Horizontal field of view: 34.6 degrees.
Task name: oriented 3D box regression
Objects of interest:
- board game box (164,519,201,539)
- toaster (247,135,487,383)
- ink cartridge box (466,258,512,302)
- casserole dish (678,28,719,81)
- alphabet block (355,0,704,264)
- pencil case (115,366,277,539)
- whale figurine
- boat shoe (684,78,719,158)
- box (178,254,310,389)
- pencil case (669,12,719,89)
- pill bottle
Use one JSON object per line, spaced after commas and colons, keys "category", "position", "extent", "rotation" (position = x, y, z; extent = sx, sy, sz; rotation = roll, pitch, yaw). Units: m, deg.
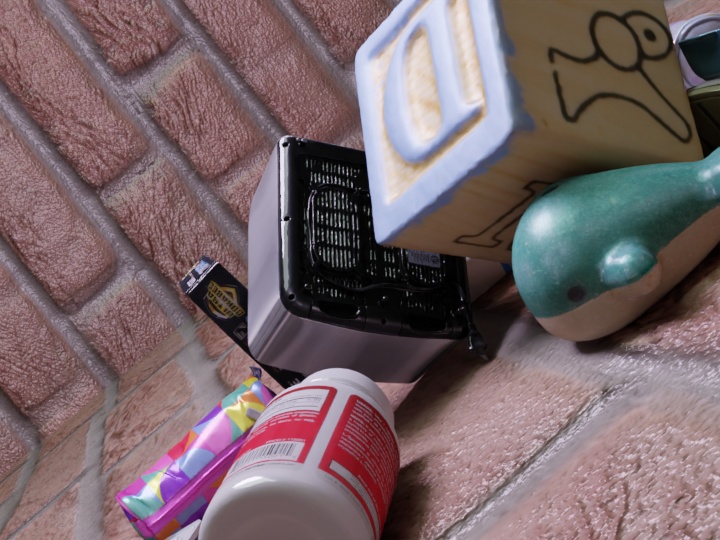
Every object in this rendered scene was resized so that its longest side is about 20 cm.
{"category": "board game box", "position": [-0.236, 0.325, 1.019], "extent": [0.199, 0.026, 0.200], "rotation": [-34, 10, 26]}
{"category": "toaster", "position": [0.000, 0.000, 1.018], "extent": [0.119, 0.179, 0.202], "rotation": [127, 146, -53]}
{"category": "ink cartridge box", "position": [0.060, -0.009, 1.159], "extent": [0.199, 0.116, 0.067], "rotation": [-39, -36, -1]}
{"category": "casserole dish", "position": [0.357, -0.190, 0.943], "extent": [0.198, 0.039, 0.121], "rotation": [-13, 4, -12]}
{"category": "alphabet block", "position": [0.132, -0.130, 0.953], "extent": [0.198, 0.198, 0.196], "rotation": [8, -26, -30]}
{"category": "pencil case", "position": [-0.148, 0.191, 1.155], "extent": [0.200, 0.089, 0.088], "rotation": [-43, 9, -12]}
{"category": "whale figurine", "position": [0.193, -0.038, 0.822], "extent": [0.199, 0.104, 0.159], "rotation": [-36, 9, 28]}
{"category": "boat shoe", "position": [0.290, -0.128, 0.979], "extent": [0.068, 0.075, 0.200], "rotation": [-47, 12, -26]}
{"category": "box", "position": [-0.091, 0.068, 1.138], "extent": [0.050, 0.200, 0.198], "rotation": [-47, 10, -6]}
{"category": "pencil case", "position": [0.344, -0.227, 1.230], "extent": [0.091, 0.083, 0.200], "rotation": [-40, 8, 2]}
{"category": "pill bottle", "position": [-0.032, 0.146, 0.799], "extent": [0.112, 0.113, 0.200], "rotation": [-35, 9, 20]}
